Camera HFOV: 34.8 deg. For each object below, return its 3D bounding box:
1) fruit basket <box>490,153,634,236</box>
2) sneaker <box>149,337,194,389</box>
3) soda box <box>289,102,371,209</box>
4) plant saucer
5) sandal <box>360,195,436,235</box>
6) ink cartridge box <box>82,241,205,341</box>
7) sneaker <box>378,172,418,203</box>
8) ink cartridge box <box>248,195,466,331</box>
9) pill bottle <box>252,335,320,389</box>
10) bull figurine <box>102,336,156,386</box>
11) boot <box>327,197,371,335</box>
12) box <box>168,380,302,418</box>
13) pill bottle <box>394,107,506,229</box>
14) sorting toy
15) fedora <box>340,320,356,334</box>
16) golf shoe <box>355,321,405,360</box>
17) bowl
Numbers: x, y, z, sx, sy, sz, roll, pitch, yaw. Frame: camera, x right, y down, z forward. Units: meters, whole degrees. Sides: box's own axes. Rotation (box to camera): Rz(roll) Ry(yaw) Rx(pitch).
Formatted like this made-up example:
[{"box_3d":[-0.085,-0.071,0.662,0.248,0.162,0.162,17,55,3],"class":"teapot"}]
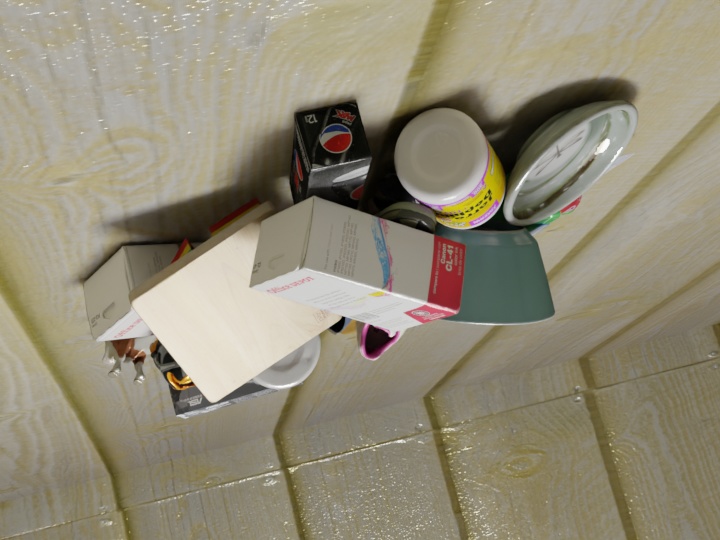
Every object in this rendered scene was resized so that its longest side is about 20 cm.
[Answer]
[{"box_3d":[0.249,-0.093,1.543,0.197,0.095,0.185,-11,166,-29],"class":"fruit basket"},{"box_3d":[-0.241,0.124,1.538,0.077,0.079,0.200,-14,166,-8],"class":"sneaker"},{"box_3d":[-0.036,-0.108,1.241,0.069,0.064,0.200,-13,166,-9],"class":"soda box"},{"box_3d":[0.239,-0.138,1.368,0.198,0.050,0.201,-32,157,-15],"class":"plant saucer"},{"box_3d":[0.035,-0.059,1.330,0.079,0.058,0.200,14,167,-22],"class":"sandal"},{"box_3d":[-0.241,0.026,1.490,0.197,0.086,0.145,-7,164,-38],"class":"ink cartridge box"},{"box_3d":[0.081,-0.096,1.449,0.082,0.072,0.200,-39,165,2],"class":"sneaker"},{"box_3d":[-0.003,-0.003,1.272,0.197,0.087,0.147,18,162,-26],"class":"ink cartridge box"},{"box_3d":[-0.127,0.092,1.604,0.112,0.116,0.200,-12,-173,-13],"class":"pill bottle"},{"box_3d":[-0.313,0.102,1.682,0.198,0.123,0.065,-29,131,20],"class":"bull figurine"},{"box_3d":[0.000,0.000,1.468,0.097,0.074,0.201,-55,165,-36],"class":"boot"},{"box_3d":[-0.201,0.121,1.747,0.196,0.161,0.050,-15,166,5],"class":"box"},{"box_3d":[0.109,-0.108,1.308,0.103,0.106,0.200,-18,166,13],"class":"pill bottle"},{"box_3d":[-0.153,0.029,1.386,0.197,0.070,0.201,-33,131,-2],"class":"sorting toy"},{"box_3d":[0.005,0.034,1.677,0.199,0.083,0.201,-31,-178,1],"class":"fedora"},{"box_3d":[0.059,0.041,1.558,0.202,0.075,0.092,-58,-175,23],"class":"golf shoe"},{"box_3d":[0.147,-0.004,1.427,0.197,0.107,0.201,3,-169,-1],"class":"bowl"}]
